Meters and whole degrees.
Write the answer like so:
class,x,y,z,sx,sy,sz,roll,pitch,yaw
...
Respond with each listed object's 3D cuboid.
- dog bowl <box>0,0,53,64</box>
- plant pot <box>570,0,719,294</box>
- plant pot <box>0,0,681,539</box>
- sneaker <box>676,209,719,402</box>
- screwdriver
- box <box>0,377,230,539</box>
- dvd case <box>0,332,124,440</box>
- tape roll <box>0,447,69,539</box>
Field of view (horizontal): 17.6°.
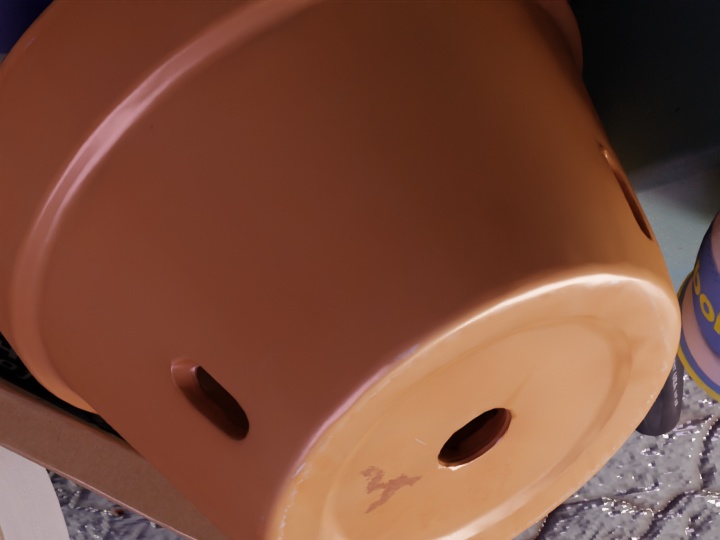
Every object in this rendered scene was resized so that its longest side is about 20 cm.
class,x,y,z,sx,sy,sz,roll,pitch,yaw
dog bowl,-0.155,-0.055,0.756,0.200,0.079,0.200,-8,169,-2
plant pot,0.166,-0.057,0.759,0.200,0.141,0.141,-19,136,29
plant pot,0.000,0.000,0.680,0.200,0.140,0.200,-25,148,-17
sneaker,0.192,0.012,0.672,0.200,0.074,0.082,6,143,5
screwdriver,0.107,0.001,0.914,0.029,0.028,0.200,-28,140,-8
box,-0.105,0.056,0.789,0.200,0.021,0.163,27,173,-2
dvd case,-0.091,0.052,0.879,0.150,0.025,0.200,28,164,-5
tape roll,-0.200,0.123,0.946,0.066,0.200,0.200,-21,135,25
